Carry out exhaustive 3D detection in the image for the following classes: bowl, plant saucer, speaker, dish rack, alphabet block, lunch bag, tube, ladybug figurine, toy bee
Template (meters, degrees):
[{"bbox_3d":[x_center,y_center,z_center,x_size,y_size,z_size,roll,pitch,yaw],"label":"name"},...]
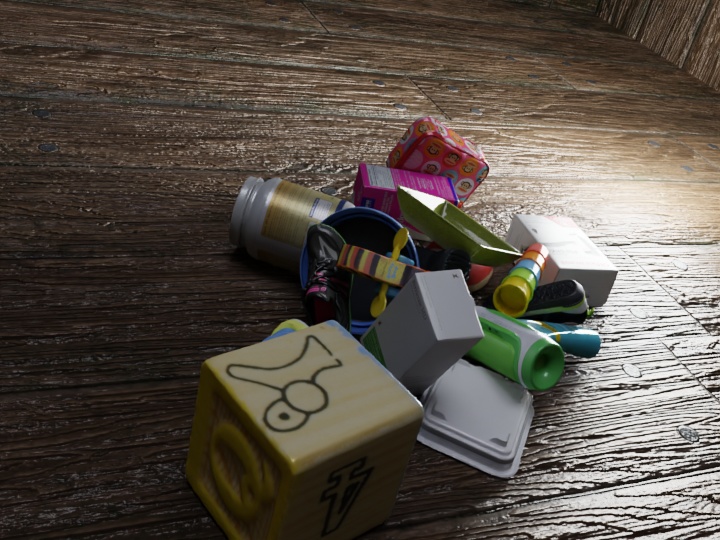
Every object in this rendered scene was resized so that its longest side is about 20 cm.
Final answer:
[{"bbox_3d":[0.000,0.000,1.380,0.197,0.205,0.039,20,8,9],"label":"bowl"},{"bbox_3d":[0.167,-0.068,1.505,0.199,0.048,0.198,39,16,28],"label":"plant saucer"},{"bbox_3d":[0.226,0.118,1.342,0.087,0.091,0.199,-6,17,-30],"label":"speaker"},{"bbox_3d":[0.173,0.206,1.273,0.168,0.044,0.200,22,31,12],"label":"dish rack"},{"bbox_3d":[-0.071,0.207,1.016,0.197,0.200,0.195,-14,40,-38],"label":"alphabet block"},{"bbox_3d":[0.152,-0.209,1.787,0.197,0.177,0.083,23,34,-30],"label":"lunch bag"},{"bbox_3d":[0.327,0.111,1.421,0.197,0.052,0.077,14,6,-43],"label":"tube"},{"bbox_3d":[0.182,-0.021,1.602,0.134,0.073,0.199,30,34,23],"label":"ladybug figurine"},{"bbox_3d":[0.065,0.002,1.281,0.195,0.134,0.109,-1,-3,-12],"label":"toy bee"}]

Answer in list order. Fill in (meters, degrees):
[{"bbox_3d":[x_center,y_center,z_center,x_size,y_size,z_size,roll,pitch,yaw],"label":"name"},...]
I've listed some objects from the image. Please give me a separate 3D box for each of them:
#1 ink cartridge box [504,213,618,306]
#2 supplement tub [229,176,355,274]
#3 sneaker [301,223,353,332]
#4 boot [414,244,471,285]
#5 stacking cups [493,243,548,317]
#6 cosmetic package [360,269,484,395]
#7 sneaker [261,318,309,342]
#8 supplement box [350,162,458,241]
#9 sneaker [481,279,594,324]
[{"bbox_3d":[0.392,-0.023,1.686,0.143,0.084,0.201,2,33,-22],"label":"ink cartridge box"},{"bbox_3d":[-0.117,-0.075,1.486,0.196,0.147,0.145,18,31,5],"label":"supplement tub"},{"bbox_3d":[-0.052,0.024,1.321,0.075,0.205,0.084,-10,-11,14],"label":"sneaker"},{"bbox_3d":[0.099,0.054,1.431,0.075,0.204,0.167,22,-9,-26],"label":"boot"},{"bbox_3d":[0.279,0.012,1.462,0.059,0.062,0.200,23,30,13],"label":"stacking cups"},{"bbox_3d":[0.084,0.096,1.231,0.083,0.201,0.109,-4,60,-27],"label":"cosmetic package"},{"bbox_3d":[-0.080,0.152,1.232,0.104,0.077,0.199,-25,41,-30],"label":"sneaker"},{"bbox_3d":[0.085,-0.134,1.709,0.195,0.103,0.104,8,32,-10],"label":"supplement box"},{"bbox_3d":[0.305,0.077,1.485,0.196,0.084,0.072,-8,35,33],"label":"sneaker"}]
